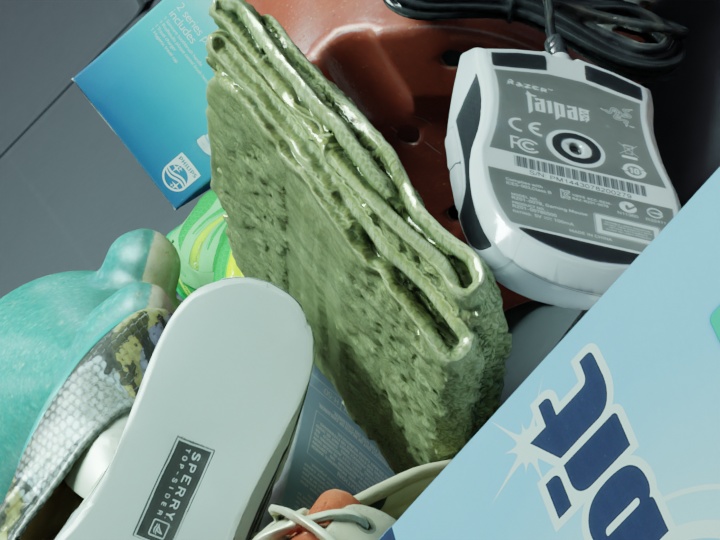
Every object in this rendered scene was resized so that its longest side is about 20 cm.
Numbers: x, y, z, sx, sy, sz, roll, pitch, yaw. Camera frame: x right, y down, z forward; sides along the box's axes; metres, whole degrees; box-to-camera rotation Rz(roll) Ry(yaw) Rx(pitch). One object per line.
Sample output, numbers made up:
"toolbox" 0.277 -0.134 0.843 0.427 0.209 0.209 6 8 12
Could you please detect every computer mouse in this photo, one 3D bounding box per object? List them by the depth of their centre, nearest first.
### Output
"computer mouse" 0.060 -0.043 0.922 0.200 0.110 0.044 -88 16 -54

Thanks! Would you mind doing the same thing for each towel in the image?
"towel" 0.000 0.000 0.946 0.036 0.148 0.200 -33 -19 -13

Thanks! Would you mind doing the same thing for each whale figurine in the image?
"whale figurine" -0.123 0.053 1.170 0.200 0.104 0.159 129 157 -77

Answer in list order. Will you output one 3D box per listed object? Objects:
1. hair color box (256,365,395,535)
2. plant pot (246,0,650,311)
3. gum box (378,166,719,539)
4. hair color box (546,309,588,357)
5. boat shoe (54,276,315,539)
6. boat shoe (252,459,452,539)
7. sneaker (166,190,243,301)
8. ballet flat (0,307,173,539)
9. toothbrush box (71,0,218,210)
"hair color box" -0.045 0.129 1.012 0.099 0.061 0.200 -37 22 28
"plant pot" 0.031 -0.095 1.112 0.201 0.201 0.195 -36 30 29
"gum box" 0.086 0.086 0.707 0.200 0.045 0.170 -50 41 29
"hair color box" 0.125 0.044 0.824 0.100 0.061 0.200 -52 20 -14
"boat shoe" -0.069 0.099 0.949 0.200 0.071 0.064 -60 -10 -11
"boat shoe" -0.008 0.096 0.848 0.071 0.200 0.063 12 97 27
"sneaker" -0.042 -0.001 1.242 0.084 0.074 0.200 -40 12 12
"ballet flat" -0.105 0.104 1.020 0.200 0.072 0.072 -56 21 -20
"toothbrush box" -0.022 -0.133 1.364 0.200 0.085 0.146 -37 1 24
